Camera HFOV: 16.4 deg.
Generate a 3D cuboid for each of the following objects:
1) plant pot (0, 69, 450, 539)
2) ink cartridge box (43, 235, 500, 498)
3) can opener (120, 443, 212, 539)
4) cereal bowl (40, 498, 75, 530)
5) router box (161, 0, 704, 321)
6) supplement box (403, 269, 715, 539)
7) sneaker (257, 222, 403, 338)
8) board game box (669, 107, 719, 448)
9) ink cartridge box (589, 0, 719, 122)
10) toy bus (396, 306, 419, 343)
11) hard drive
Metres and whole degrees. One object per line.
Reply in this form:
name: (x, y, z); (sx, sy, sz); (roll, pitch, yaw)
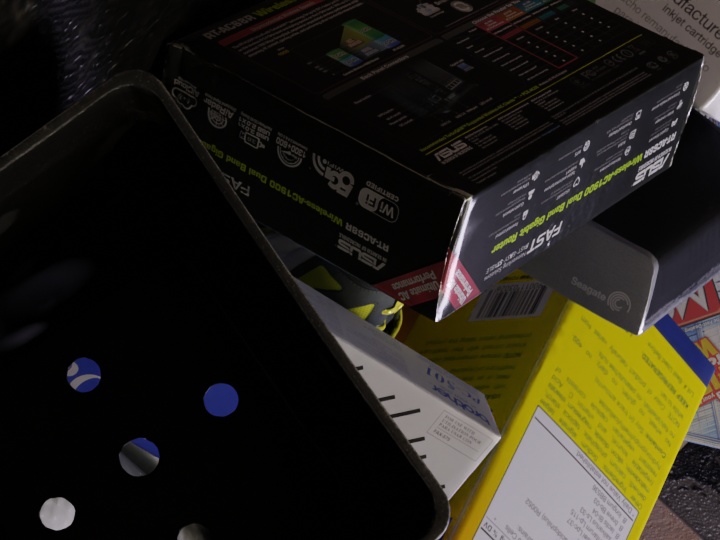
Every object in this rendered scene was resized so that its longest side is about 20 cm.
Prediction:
plant pot: (-0.096, 0.069, 0.959); (0.200, 0.200, 0.177); (-35, 174, 1)
ink cartridge box: (-0.045, 0.052, 1.111); (0.094, 0.200, 0.044); (-52, -158, 16)
can opener: (-0.092, 0.100, 1.194); (0.066, 0.053, 0.200); (-17, 142, 25)
cereal bowl: (-0.180, 0.167, 1.228); (0.200, 0.083, 0.200); (-44, 166, -14)
router box: (0.031, -0.069, 1.061); (0.200, 0.150, 0.062); (-30, 143, -48)
supplement box: (0.072, 0.096, 1.243); (0.109, 0.109, 0.200); (-7, -135, 47)
sneaker: (0.000, 0.000, 1.160); (0.200, 0.085, 0.074); (-18, -159, 46)
board game box: (0.136, 0.022, 1.372); (0.200, 0.200, 0.062); (-20, -169, 7)
ink cartridge box: (0.181, -0.192, 1.192); (0.200, 0.145, 0.084); (-50, 166, 9)
toy bus: (0.004, 0.042, 1.460); (0.200, 0.065, 0.078); (-50, 166, 9)
hard drive: (0.090, -0.059, 1.184); (0.135, 0.200, 0.042); (-33, 148, -39)
